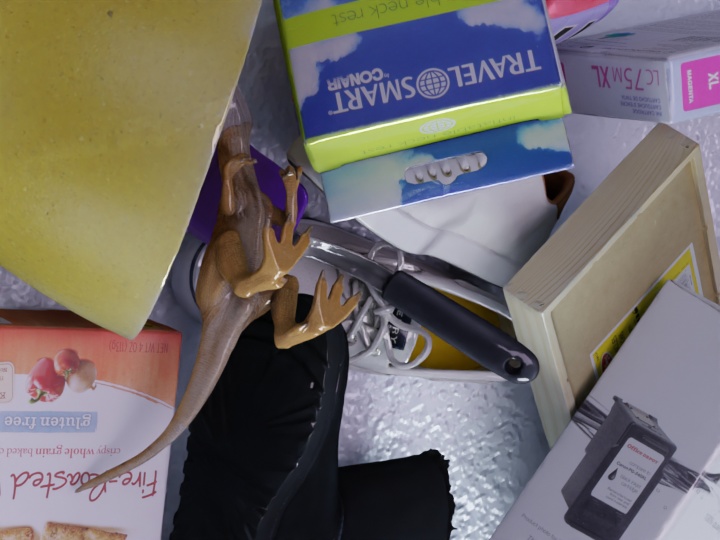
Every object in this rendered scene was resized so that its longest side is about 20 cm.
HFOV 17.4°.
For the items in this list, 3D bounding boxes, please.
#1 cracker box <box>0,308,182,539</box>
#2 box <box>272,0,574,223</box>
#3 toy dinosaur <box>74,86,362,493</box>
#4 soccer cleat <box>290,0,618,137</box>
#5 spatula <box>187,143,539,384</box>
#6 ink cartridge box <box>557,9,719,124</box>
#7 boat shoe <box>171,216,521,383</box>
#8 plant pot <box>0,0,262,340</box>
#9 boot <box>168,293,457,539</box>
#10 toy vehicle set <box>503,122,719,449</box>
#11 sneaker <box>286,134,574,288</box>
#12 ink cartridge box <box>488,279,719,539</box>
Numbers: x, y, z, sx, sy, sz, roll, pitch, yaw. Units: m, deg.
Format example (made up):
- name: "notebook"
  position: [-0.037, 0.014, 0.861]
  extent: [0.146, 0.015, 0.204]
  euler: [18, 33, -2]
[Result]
- name: "cracker box"
  position: [-0.164, 0.120, 1.110]
  extent: [0.134, 0.058, 0.200]
  euler: [2, 98, -32]
- name: "box"
  position: [0.020, -0.133, 1.078]
  extent: [0.122, 0.048, 0.200]
  euler: [-13, 72, 4]
- name: "toy dinosaur"
  position: [-0.057, 0.014, 1.080]
  extent: [0.060, 0.106, 0.200]
  euler: [20, 77, -38]
- name: "soccer cleat"
  position: [0.048, -0.115, 1.203]
  extent: [0.200, 0.067, 0.077]
  euler: [-23, 141, -32]
- name: "spatula"
  position: [0.000, 0.000, 1.131]
  extent: [0.200, 0.021, 0.057]
  euler: [29, 114, -7]
- name: "ink cartridge box"
  position: [0.206, -0.116, 1.255]
  extent: [0.200, 0.119, 0.042]
  euler: [-16, 106, -28]
- name: "boat shoe"
  position: [0.007, 0.023, 1.179]
  extent: [0.202, 0.086, 0.075]
  euler: [19, 89, -33]
- name: "plant pot"
  position: [-0.135, -0.087, 1.030]
  extent: [0.142, 0.200, 0.200]
  euler: [19, 89, -10]
- name: "boot"
  position: [-0.012, 0.108, 1.159]
  extent: [0.162, 0.073, 0.199]
  euler: [5, 105, -50]
- name: "toy vehicle set"
  position: [0.141, 0.028, 1.242]
  extent: [0.124, 0.026, 0.200]
  euler: [-45, 146, -18]
- name: "sneaker"
  position: [0.039, -0.053, 1.166]
  extent: [0.085, 0.073, 0.200]
  euler: [-56, 148, 11]
- name: "ink cartridge box"
  position: [0.160, 0.122, 1.246]
  extent: [0.200, 0.083, 0.145]
  euler: [-55, 149, -3]
